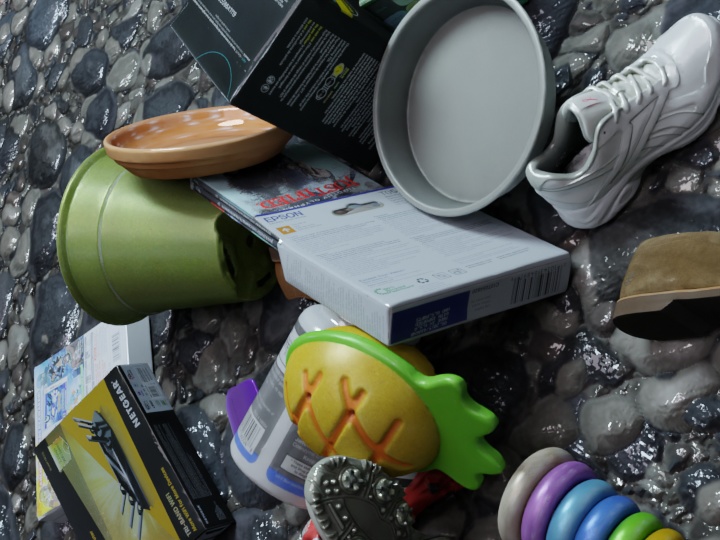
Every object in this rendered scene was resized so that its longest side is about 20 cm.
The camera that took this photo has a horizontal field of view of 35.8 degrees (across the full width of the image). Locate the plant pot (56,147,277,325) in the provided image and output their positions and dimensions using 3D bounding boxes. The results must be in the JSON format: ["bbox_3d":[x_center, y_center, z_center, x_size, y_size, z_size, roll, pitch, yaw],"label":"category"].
[{"bbox_3d":[-0.185,-0.036,1.193,0.189,0.200,0.202,3,75,31],"label":"plant pot"}]

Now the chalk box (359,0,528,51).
[{"bbox_3d":[0.076,-0.299,1.076,0.124,0.123,0.202,-25,58,33],"label":"chalk box"}]

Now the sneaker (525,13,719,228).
[{"bbox_3d":[0.211,-0.125,0.887,0.201,0.099,0.078,-53,46,14],"label":"sneaker"}]

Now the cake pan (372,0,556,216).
[{"bbox_3d":[0.091,-0.147,0.971,0.199,0.037,0.202,-1,89,47],"label":"cake pan"}]

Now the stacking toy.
[{"bbox_3d":[0.194,0.204,0.787,0.199,0.085,0.086,26,92,43],"label":"stacking toy"}]

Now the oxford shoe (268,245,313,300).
[{"bbox_3d":[0.000,0.000,1.081,0.199,0.071,0.072,-3,101,40],"label":"oxford shoe"}]

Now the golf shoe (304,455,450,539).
[{"bbox_3d":[0.005,0.212,0.879,0.097,0.200,0.079,0,51,46],"label":"golf shoe"}]

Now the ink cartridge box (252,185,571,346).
[{"bbox_3d":[0.040,-0.013,0.947,0.200,0.198,0.041,33,128,46],"label":"ink cartridge box"}]

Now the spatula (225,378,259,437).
[{"bbox_3d":[-0.065,0.116,1.109,0.199,0.020,0.057,-27,75,29],"label":"spatula"}]

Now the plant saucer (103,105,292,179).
[{"bbox_3d":[-0.159,-0.131,1.137,0.199,0.199,0.038,15,118,46],"label":"plant saucer"}]

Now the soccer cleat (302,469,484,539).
[{"bbox_3d":[0.027,0.182,0.970,0.200,0.068,0.086,-39,37,27],"label":"soccer cleat"}]

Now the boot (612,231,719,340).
[{"bbox_3d":[0.274,0.002,0.801,0.199,0.073,0.076,-6,59,45],"label":"boot"}]

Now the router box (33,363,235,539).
[{"bbox_3d":[-0.241,0.224,1.172,0.157,0.052,0.201,-43,68,23],"label":"router box"}]

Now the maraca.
[{"bbox_3d":[0.022,0.109,0.874,0.199,0.138,0.107,14,46,33],"label":"maraca"}]

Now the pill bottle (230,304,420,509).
[{"bbox_3d":[-0.025,0.103,1.006,0.114,0.113,0.201,41,106,45],"label":"pill bottle"}]

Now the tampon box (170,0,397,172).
[{"bbox_3d":[-0.050,-0.212,1.074,0.127,0.199,0.150,-52,50,15],"label":"tampon box"}]

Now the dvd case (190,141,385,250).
[{"bbox_3d":[-0.052,-0.068,1.077,0.200,0.145,0.022,36,133,41],"label":"dvd case"}]

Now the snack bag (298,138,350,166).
[{"bbox_3d":[-0.006,-0.208,1.189,0.188,0.021,0.201,-30,55,33],"label":"snack bag"}]

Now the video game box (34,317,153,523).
[{"bbox_3d":[-0.313,0.171,1.312,0.181,0.047,0.201,-29,55,29],"label":"video game box"}]
